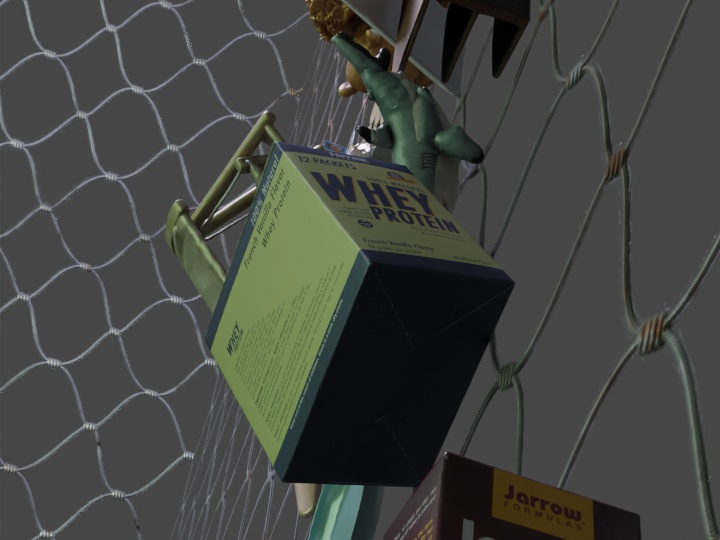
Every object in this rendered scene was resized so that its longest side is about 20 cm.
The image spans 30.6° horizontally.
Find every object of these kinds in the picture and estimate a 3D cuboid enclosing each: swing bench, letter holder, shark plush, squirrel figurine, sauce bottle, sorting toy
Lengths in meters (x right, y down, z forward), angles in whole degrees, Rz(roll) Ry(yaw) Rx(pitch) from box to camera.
[{"bbox_3d":[-0.086,-0.013,1.345,0.200,0.199,0.130,-43,-26,11],"label":"swing bench"},{"bbox_3d":[0.099,-0.268,1.312,0.201,0.100,0.142,-81,11,-45],"label":"letter holder"},{"bbox_3d":[0.037,-0.139,1.227,0.083,0.201,0.091,-31,7,-19],"label":"shark plush"},{"bbox_3d":[0.006,-0.282,1.557,0.142,0.200,0.187,-55,6,40],"label":"squirrel figurine"},{"bbox_3d":[0.012,-0.133,1.665,0.200,0.064,0.065,180,107,-80],"label":"sauce bottle"},{"bbox_3d":[-0.046,0.153,1.477,0.185,0.036,0.201,-116,32,-76],"label":"sorting toy"}]

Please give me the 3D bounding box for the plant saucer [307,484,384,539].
[{"bbox_3d":[-0.015,0.240,1.243,0.200,0.027,0.201,-163,90,-80],"label":"plant saucer"}]

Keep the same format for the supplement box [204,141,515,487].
[{"bbox_3d":[-0.010,0.035,1.065,0.200,0.134,0.201,52,126,50],"label":"supplement box"}]

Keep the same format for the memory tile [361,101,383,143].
[{"bbox_3d":[0.039,-0.223,1.831,0.200,0.017,0.154,-143,71,-80],"label":"memory tile"}]

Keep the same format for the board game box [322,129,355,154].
[{"bbox_3d":[-0.047,-0.065,1.501,0.200,0.039,0.158,-80,5,-49],"label":"board game box"}]

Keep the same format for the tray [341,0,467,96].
[{"bbox_3d":[0.038,-0.275,1.403,0.022,0.200,0.108,-27,39,38],"label":"tray"}]

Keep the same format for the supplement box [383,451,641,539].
[{"bbox_3d":[0.065,0.198,0.598,0.086,0.110,0.201,118,166,-45],"label":"supplement box"}]
